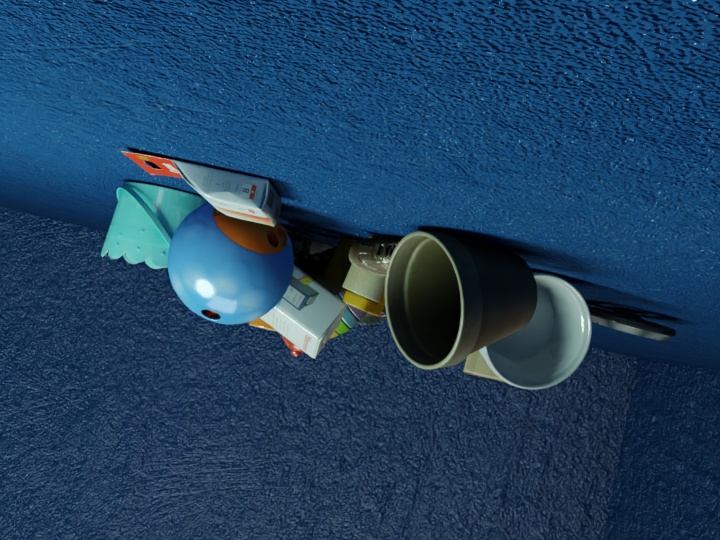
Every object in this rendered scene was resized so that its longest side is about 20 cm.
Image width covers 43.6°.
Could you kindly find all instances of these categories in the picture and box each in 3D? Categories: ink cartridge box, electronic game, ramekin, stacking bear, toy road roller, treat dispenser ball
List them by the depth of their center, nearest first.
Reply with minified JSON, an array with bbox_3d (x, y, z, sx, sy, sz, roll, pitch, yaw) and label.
[{"bbox_3d":[-0.215,-0.110,1.237,0.199,0.050,0.162,9,176,2],"label":"ink cartridge box"},{"bbox_3d":[-0.206,-0.015,1.439,0.200,0.202,0.201,12,176,1],"label":"treat dispenser ball"},{"bbox_3d":[0.289,0.097,1.564,0.199,0.201,0.105,13,-175,-14],"label":"ramekin"},{"bbox_3d":[-0.132,0.054,1.608,0.200,0.088,0.145,38,161,7],"label":"ink cartridge box"},{"bbox_3d":[0.000,0.000,1.629,0.145,0.123,0.200,23,180,18],"label":"toy road roller"},{"bbox_3d":[-0.071,0.092,1.828,0.122,0.200,0.114,54,-177,16],"label":"stacking bear"},{"bbox_3d":[0.557,0.105,1.882,0.199,0.042,0.200,15,-176,-1],"label":"electronic game"}]

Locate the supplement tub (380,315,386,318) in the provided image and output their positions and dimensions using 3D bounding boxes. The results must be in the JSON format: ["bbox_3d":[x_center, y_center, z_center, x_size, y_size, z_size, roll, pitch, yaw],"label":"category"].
[{"bbox_3d":[0.085,0.051,2.023,0.199,0.123,0.122,15,176,-34],"label":"supplement tub"}]

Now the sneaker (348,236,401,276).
[{"bbox_3d":[0.074,-0.030,1.468,0.199,0.071,0.076,8,156,15],"label":"sneaker"}]

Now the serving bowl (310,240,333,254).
[{"bbox_3d":[-0.144,-0.034,1.956,0.199,0.066,0.200,12,177,1],"label":"serving bowl"}]

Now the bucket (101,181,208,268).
[{"bbox_3d":[-0.344,-0.069,1.579,0.206,0.136,0.207,12,176,1],"label":"bucket"}]

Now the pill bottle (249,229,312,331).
[{"bbox_3d":[-0.168,0.019,1.800,0.106,0.201,0.106,13,176,1],"label":"pill bottle"}]

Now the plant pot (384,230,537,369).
[{"bbox_3d":[0.159,0.037,1.328,0.173,0.201,0.200,-4,-175,-29],"label":"plant pot"}]

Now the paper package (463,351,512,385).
[{"bbox_3d":[0.276,0.112,1.731,0.103,0.201,0.191,12,177,14],"label":"paper package"}]

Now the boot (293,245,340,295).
[{"bbox_3d":[-0.092,-0.028,1.726,0.153,0.204,0.073,-30,-164,-11],"label":"boot"}]

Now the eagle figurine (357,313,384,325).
[{"bbox_3d":[-0.019,0.031,2.112,0.199,0.151,0.152,23,168,11],"label":"eagle figurine"}]
